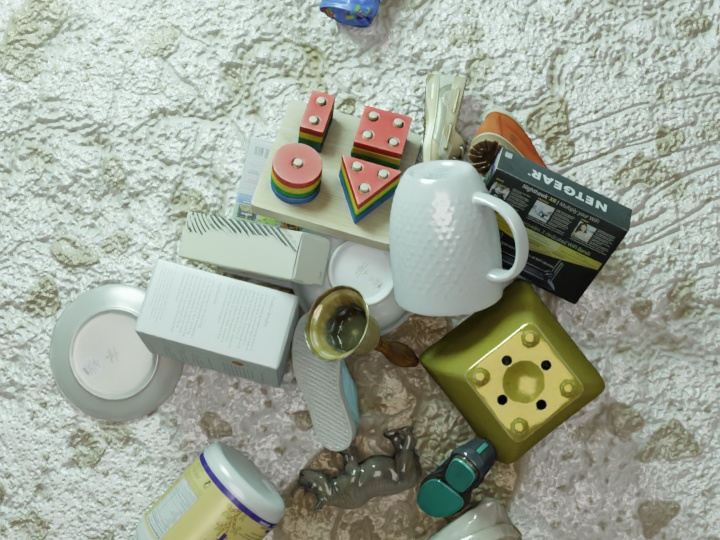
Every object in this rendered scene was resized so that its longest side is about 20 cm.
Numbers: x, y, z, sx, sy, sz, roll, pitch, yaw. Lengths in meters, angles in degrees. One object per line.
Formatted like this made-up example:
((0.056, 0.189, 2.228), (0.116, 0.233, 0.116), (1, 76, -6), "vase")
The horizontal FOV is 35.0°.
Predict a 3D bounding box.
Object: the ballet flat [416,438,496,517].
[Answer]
((0.137, 0.283, 1.576), (0.073, 0.200, 0.073), (7, 59, -12), "ballet flat")

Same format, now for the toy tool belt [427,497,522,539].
((0.143, 0.416, 1.589), (0.200, 0.125, 0.123), (-37, 80, 2), "toy tool belt")

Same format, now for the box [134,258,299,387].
((-0.192, 0.075, 1.578), (0.199, 0.152, 0.107), (15, 75, 1), "box")

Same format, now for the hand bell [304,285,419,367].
((0.024, 0.100, 1.570), (0.104, 0.200, 0.105), (-15, 63, 32), "hand bell")

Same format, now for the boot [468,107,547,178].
((0.237, -0.143, 1.611), (0.075, 0.107, 0.200), (-30, 118, 33), "boot")

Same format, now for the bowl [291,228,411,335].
((0.000, 0.000, 1.601), (0.200, 0.090, 0.202), (0, 92, -3), "bowl")

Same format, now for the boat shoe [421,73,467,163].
((0.120, -0.178, 1.620), (0.065, 0.072, 0.201), (3, 84, 3), "boat shoe")

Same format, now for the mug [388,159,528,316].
((0.129, -0.045, 1.486), (0.199, 0.147, 0.176), (11, 117, 38), "mug")

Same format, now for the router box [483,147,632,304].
((0.246, -0.059, 1.570), (0.199, 0.052, 0.158), (26, 134, -3), "router box")

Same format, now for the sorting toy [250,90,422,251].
((-0.028, -0.149, 1.576), (0.199, 0.070, 0.200), (16, 57, 2), "sorting toy")

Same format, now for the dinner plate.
((-0.355, 0.120, 1.658), (0.199, 0.024, 0.201), (0, 90, 3), "dinner plate")

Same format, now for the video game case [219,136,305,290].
((-0.113, -0.080, 1.652), (0.142, 0.018, 0.201), (14, 90, 2), "video game case")

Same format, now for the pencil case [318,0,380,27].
((0.012, -0.444, 1.620), (0.087, 0.078, 0.201), (22, 92, 25), "pencil case")

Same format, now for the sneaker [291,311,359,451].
((-0.047, 0.149, 1.615), (0.073, 0.082, 0.201), (-6, 100, 13), "sneaker")

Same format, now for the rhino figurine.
((-0.006, 0.291, 1.625), (0.199, 0.060, 0.088), (-19, 86, 3), "rhino figurine")

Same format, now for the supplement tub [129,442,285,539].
((-0.219, 0.357, 1.590), (0.145, 0.145, 0.200), (43, 91, 2), "supplement tub")

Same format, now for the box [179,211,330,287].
((-0.147, -0.030, 1.573), (0.199, 0.082, 0.069), (11, 88, 29), "box")

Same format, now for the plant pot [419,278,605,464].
((0.212, 0.141, 1.548), (0.194, 0.200, 0.196), (-38, 88, 1), "plant pot")
